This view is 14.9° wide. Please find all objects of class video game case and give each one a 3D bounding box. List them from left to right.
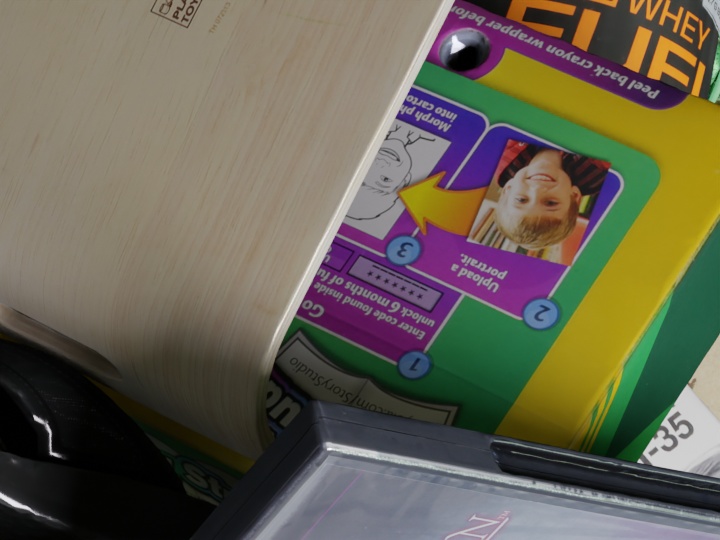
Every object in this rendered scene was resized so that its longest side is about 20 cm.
[{"bbox_3d":[0.033,0.098,0.737,0.199,0.019,0.143,12,133,-35],"label":"video game case"}]

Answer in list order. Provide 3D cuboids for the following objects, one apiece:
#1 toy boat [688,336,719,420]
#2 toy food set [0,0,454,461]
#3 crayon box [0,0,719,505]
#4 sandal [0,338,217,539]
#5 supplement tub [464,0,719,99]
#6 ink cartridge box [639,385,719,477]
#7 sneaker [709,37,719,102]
[{"bbox_3d":[0.097,0.035,1.174,0.199,0.131,0.131,30,85,-24],"label":"toy boat"},{"bbox_3d":[-0.039,-0.065,0.757,0.201,0.143,0.060,-63,156,-5],"label":"toy food set"},{"bbox_3d":[0.000,0.000,0.830,0.173,0.199,0.058,-54,153,-22],"label":"crayon box"},{"bbox_3d":[-0.078,0.057,0.766,0.075,0.199,0.048,131,-20,-67],"label":"sandal"},{"bbox_3d":[0.061,-0.070,0.954,0.123,0.122,0.201,38,60,-66],"label":"supplement tub"},{"bbox_3d":[0.092,0.131,1.003,0.146,0.200,0.083,-34,166,-30],"label":"ink cartridge box"},{"bbox_3d":[0.155,-0.099,1.197,0.200,0.088,0.077,-38,145,-45],"label":"sneaker"}]
